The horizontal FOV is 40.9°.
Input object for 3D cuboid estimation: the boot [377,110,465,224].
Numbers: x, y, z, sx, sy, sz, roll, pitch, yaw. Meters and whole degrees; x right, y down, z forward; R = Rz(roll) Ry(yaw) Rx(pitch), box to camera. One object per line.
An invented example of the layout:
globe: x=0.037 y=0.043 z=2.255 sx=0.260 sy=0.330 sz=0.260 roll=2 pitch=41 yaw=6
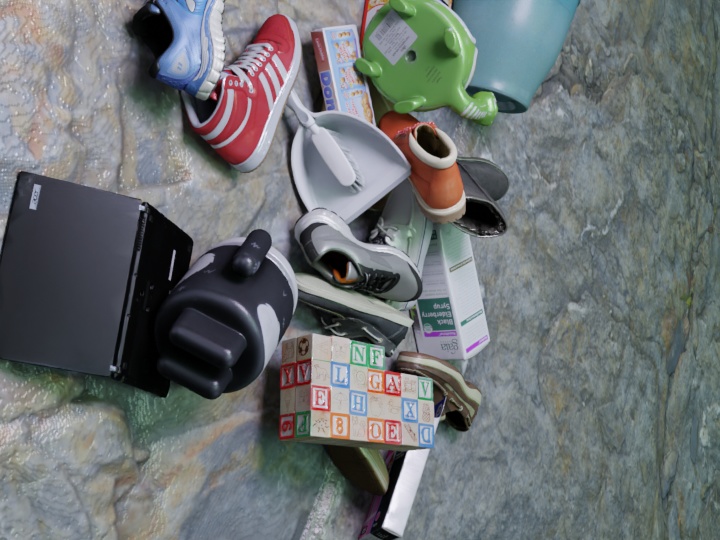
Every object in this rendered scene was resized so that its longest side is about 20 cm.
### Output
boot: x=0.075 y=-0.163 z=1.232 sx=0.074 sy=0.201 sz=0.108 roll=-24 pitch=139 yaw=-10

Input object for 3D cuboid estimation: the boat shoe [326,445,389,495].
boat shoe: x=-0.008 y=0.197 z=1.219 sx=0.069 sy=0.073 sz=0.201 roll=-49 pitch=123 yaw=-35

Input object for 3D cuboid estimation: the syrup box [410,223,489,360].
syrup box: x=0.118 y=0.024 z=1.392 sx=0.081 sy=0.078 sz=0.202 roll=-23 pitch=105 yaw=-51

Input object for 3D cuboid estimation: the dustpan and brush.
dustpan and brush: x=-0.048 y=-0.163 z=1.194 sx=0.201 sy=0.139 sz=0.057 roll=55 pitch=16 yaw=7

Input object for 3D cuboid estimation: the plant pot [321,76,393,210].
plant pot: x=0.007 y=-0.180 z=1.312 sx=0.199 sy=0.027 sz=0.203 roll=7 pitch=82 yaw=-51

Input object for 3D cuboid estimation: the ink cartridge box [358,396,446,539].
ink cartridge box: x=0.057 y=0.262 z=1.280 sx=0.037 sy=0.095 sz=0.201 roll=27 pitch=60 yaw=-6

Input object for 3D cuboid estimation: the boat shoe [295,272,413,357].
boat shoe: x=-0.017 y=0.058 z=1.227 sx=0.199 sy=0.072 sz=0.068 roll=25 pitch=100 yaw=-39

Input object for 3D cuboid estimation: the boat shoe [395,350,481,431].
boat shoe: x=0.113 y=0.179 z=1.377 sx=0.202 sy=0.074 sz=0.076 roll=36 pitch=64 yaw=-45

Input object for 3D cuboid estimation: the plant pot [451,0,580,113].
plant pot: x=0.215 y=-0.349 z=1.478 sx=0.199 sy=0.199 sz=0.190 roll=18 pitch=88 yaw=-49

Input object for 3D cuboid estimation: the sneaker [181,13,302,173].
sneaker: x=-0.135 y=-0.225 z=1.100 sx=0.112 sy=0.071 sz=0.202 roll=34 pitch=63 yaw=-49

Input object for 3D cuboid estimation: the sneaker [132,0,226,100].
sneaker: x=-0.192 y=-0.280 z=1.020 sx=0.088 sy=0.079 sz=0.202 roll=10 pitch=60 yaw=-27

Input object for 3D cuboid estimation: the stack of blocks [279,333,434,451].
stack of blocks: x=-0.001 y=0.149 z=1.152 sx=0.199 sy=0.058 sz=0.117 roll=15 pitch=68 yaw=-40

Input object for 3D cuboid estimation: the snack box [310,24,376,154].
snack box: x=-0.014 y=-0.212 z=1.247 sx=0.072 sy=0.024 sz=0.202 roll=-23 pitch=104 yaw=-49

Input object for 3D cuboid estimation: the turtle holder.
turtle holder: x=0.099 y=-0.276 z=1.251 sx=0.132 sy=0.184 sz=0.142 roll=-29 pitch=135 yaw=-61

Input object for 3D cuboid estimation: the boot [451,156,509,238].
boot: x=0.164 y=-0.106 z=1.351 sx=0.180 sy=0.200 sz=0.073 roll=10 pitch=108 yaw=-22

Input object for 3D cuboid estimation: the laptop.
laptop: x=-0.261 y=0.021 z=0.965 sx=0.200 sy=0.102 sz=0.179 roll=51 pitch=45 yaw=-70

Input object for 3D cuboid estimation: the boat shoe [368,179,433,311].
boat shoe: x=0.046 y=-0.040 z=1.299 sx=0.069 sy=0.071 sz=0.202 roll=-6 pitch=112 yaw=-43

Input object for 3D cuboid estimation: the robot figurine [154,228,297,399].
robot figurine: x=-0.140 y=0.045 z=1.004 sx=0.126 sy=0.149 sz=0.200 roll=62 pitch=25 yaw=-19

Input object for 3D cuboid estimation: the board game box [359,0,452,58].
board game box: x=0.069 y=-0.362 z=1.393 sx=0.151 sy=0.046 sz=0.202 roll=26 pitch=67 yaw=-48

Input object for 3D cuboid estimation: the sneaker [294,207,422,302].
sneaker: x=0.000 y=0.000 z=1.219 sx=0.199 sy=0.074 sz=0.080 roll=27 pitch=34 yaw=-33
